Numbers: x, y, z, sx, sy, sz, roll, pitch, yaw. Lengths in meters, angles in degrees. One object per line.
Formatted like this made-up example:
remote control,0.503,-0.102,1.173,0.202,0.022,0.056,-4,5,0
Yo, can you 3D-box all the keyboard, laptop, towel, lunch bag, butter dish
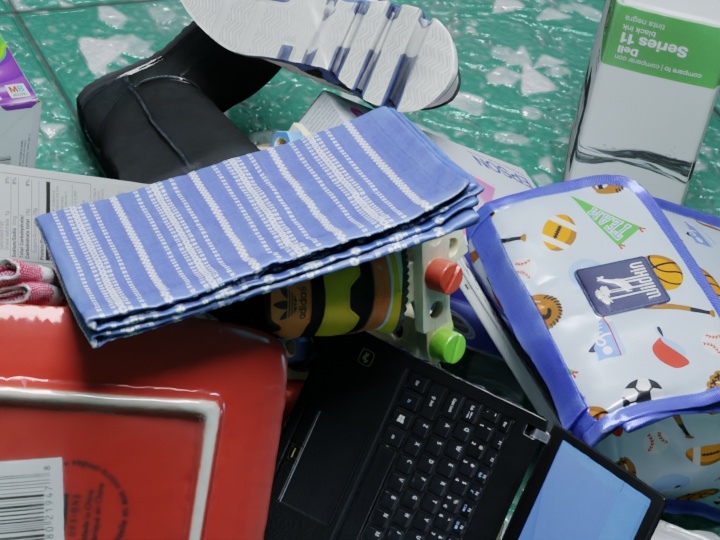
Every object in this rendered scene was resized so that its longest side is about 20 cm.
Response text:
keyboard,0.091,0.048,1.119,0.011,0.200,0.056,-30,14,11
laptop,0.028,0.144,0.949,0.199,0.178,0.103,25,3,13
towel,-0.173,0.018,1.044,0.146,0.030,0.200,-6,-9,30
lunch bag,0.163,0.042,1.110,0.200,0.124,0.170,13,40,-43
towel,-0.052,-0.029,0.942,0.199,0.024,0.145,-18,28,-11
butter dish,-0.154,0.099,0.988,0.199,0.201,0.148,5,16,-16

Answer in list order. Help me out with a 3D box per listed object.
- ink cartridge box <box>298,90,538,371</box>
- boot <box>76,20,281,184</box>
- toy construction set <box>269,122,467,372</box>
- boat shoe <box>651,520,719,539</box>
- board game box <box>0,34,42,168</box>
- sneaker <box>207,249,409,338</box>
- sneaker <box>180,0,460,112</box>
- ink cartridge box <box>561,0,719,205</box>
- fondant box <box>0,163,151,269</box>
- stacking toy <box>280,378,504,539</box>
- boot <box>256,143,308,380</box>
ink cartridge box,0.075,-0.018,1.223,0.196,0.043,0.200,18,28,-42
boot,-0.091,-0.096,1.236,0.164,0.066,0.200,-32,28,-5
toy construction set,0.000,0.000,1.076,0.092,0.132,0.200,4,12,-33
boat shoe,0.183,0.173,1.076,0.199,0.072,0.069,13,37,12
board game box,-0.291,-0.120,1.242,0.103,0.105,0.200,-10,44,-27
sneaker,-0.061,-0.008,1.000,0.090,0.070,0.200,-6,13,-33
sneaker,-0.016,-0.149,1.243,0.199,0.081,0.115,29,2,17
ink cartridge box,0.197,-0.126,1.330,0.083,0.201,0.147,13,38,3
fondant box,-0.216,-0.022,1.074,0.144,0.059,0.200,-6,-9,43
stacking toy,-0.017,0.108,1.085,0.200,0.086,0.085,32,41,31
boot,-0.047,-0.005,1.210,0.107,0.075,0.200,-21,48,-25
